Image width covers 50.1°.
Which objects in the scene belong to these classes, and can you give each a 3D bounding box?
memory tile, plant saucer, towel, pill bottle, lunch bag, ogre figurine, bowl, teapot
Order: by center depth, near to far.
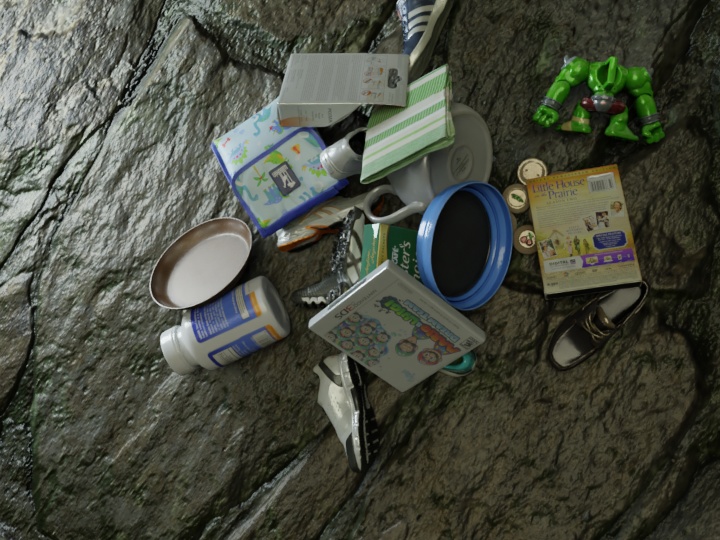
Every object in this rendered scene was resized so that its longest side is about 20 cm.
[{"bbox_3d":[0.072,-0.219,1.146,0.152,0.023,0.200,-23,37,25],"label":"towel"},{"bbox_3d":[0.162,-0.039,1.199,0.039,0.200,0.201,10,84,47],"label":"bowl"},{"bbox_3d":[0.389,-0.274,1.231,0.200,0.098,0.120,12,97,23],"label":"ogre figurine"},{"bbox_3d":[0.106,-0.178,1.244,0.146,0.200,0.198,15,110,43],"label":"teapot"},{"bbox_3d":[0.321,-0.081,1.259,0.200,0.017,0.153,32,90,13],"label":"memory tile"},{"bbox_3d":[-0.131,-0.171,1.281,0.170,0.127,0.200,-33,61,7],"label":"lunch bag"},{"bbox_3d":[-0.228,0.099,1.293,0.200,0.112,0.112,-25,79,7],"label":"pill bottle"},{"bbox_3d":[-0.266,-0.007,1.311,0.200,0.032,0.200,-16,45,17],"label":"plant saucer"}]

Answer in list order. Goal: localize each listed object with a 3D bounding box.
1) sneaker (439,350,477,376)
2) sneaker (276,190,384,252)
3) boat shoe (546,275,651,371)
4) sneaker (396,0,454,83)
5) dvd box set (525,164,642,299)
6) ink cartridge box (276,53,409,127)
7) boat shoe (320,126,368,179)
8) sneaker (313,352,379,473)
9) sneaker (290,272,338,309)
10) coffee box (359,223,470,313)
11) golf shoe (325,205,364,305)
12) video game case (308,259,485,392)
[{"bbox_3d":[0.095,0.111,1.246,0.200,0.080,0.078,20,87,13],"label":"sneaker"},{"bbox_3d":[-0.060,-0.107,1.308,0.200,0.076,0.092,-21,75,6],"label":"sneaker"},{"bbox_3d":[0.369,0.076,1.201,0.074,0.073,0.200,44,92,13],"label":"boat shoe"},{"bbox_3d":[0.091,-0.415,1.318,0.084,0.075,0.200,22,78,11],"label":"sneaker"},{"bbox_3d":[0.345,-0.061,1.203,0.146,0.029,0.200,-9,68,10],"label":"dvd box set"},{"bbox_3d":[-0.024,-0.291,1.236,0.200,0.050,0.162,3,44,3],"label":"ink cartridge box"},{"bbox_3d":[0.008,-0.201,1.241,0.068,0.200,0.072,-31,86,33],"label":"boat shoe"},{"bbox_3d":[-0.024,0.233,1.268,0.080,0.074,0.200,-16,76,23],"label":"sneaker"},{"bbox_3d":[-0.020,0.014,1.290,0.200,0.066,0.091,-9,79,6],"label":"sneaker"},{"bbox_3d":[0.090,0.000,1.213,0.044,0.200,0.123,-1,80,54],"label":"coffee box"},{"bbox_3d":[0.000,0.000,1.229,0.094,0.078,0.200,9,81,-15],"label":"golf shoe"},{"bbox_3d":[0.054,0.090,1.155,0.200,0.024,0.182,36,127,-22],"label":"video game case"}]
